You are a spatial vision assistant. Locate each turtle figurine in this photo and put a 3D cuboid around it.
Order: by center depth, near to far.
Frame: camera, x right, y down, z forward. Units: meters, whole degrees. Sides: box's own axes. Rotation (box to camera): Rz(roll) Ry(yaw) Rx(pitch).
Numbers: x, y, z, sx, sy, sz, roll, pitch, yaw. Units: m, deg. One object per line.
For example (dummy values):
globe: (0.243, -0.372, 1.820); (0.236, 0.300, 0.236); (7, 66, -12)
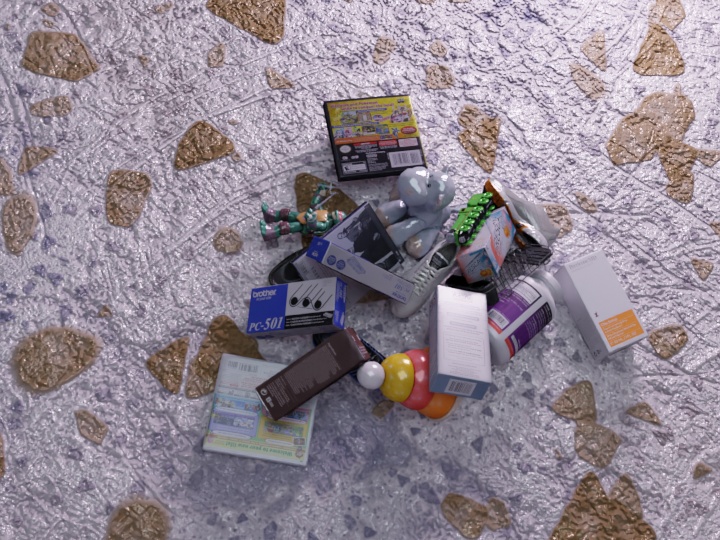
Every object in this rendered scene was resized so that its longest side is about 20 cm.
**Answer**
turtle figurine: (-0.103, -0.112, 1.459); (0.196, 0.150, 0.102); (-9, 112, 3)

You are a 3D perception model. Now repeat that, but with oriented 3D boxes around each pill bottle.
pill bottle: (0.311, 0.089, 1.432); (0.199, 0.113, 0.113); (-38, 78, -18)

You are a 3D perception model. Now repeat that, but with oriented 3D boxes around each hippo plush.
hippo plush: (0.134, -0.124, 1.465); (0.197, 0.161, 0.162); (15, 68, -1)

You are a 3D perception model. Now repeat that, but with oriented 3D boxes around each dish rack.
dish rack: (0.286, -0.004, 1.447); (0.199, 0.153, 0.055); (-36, 108, -16)

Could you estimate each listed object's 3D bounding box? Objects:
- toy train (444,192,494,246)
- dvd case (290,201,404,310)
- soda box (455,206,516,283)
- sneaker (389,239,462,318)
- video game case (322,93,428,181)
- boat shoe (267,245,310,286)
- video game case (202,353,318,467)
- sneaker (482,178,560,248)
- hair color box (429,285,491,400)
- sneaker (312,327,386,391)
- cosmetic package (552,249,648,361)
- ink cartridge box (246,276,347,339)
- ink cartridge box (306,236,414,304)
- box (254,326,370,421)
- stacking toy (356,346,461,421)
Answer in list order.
toy train: (0.223, -0.106, 1.450); (0.056, 0.042, 0.200); (-1, 28, 29)
dvd case: (-0.023, -0.018, 1.434); (0.199, 0.025, 0.151); (-39, 110, -14)
soda box: (0.256, -0.054, 1.443); (0.064, 0.068, 0.200); (60, 33, -16)
sneaker: (0.131, 0.011, 1.446); (0.076, 0.081, 0.201); (40, 86, 4)
video game case: (0.031, -0.286, 1.529); (0.197, 0.026, 0.184); (-8, 73, -14)
boat shoe: (-0.101, -0.024, 1.452); (0.198, 0.068, 0.072); (-28, 76, -14)
video game case: (-0.184, 0.264, 1.357); (0.197, 0.022, 0.185); (10, 68, -4)
sneaker: (0.348, -0.126, 1.546); (0.092, 0.076, 0.201); (-36, 85, -26)
hair color box: (0.178, 0.128, 1.299); (0.097, 0.061, 0.202); (10, 48, -5)
sneaker: (-0.008, 0.166, 1.384); (0.198, 0.078, 0.071); (29, 69, 5)
cosmetic package: (0.495, 0.071, 1.483); (0.100, 0.071, 0.202); (-20, 72, -13)
ink cartridge box: (-0.123, 0.074, 1.370); (0.197, 0.044, 0.096); (-8, 66, 28)
ink cartridge box: (0.000, 0.000, 1.373); (0.198, 0.094, 0.045); (26, 89, -25)
box: (-0.083, 0.186, 1.300); (0.199, 0.100, 0.075); (-36, 82, 4)
stacking toy: (0.080, 0.195, 1.316); (0.197, 0.146, 0.149); (13, 66, -29)
